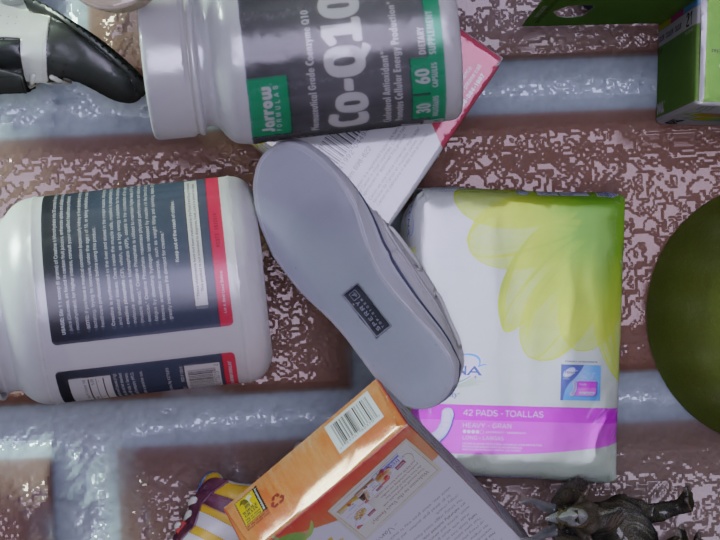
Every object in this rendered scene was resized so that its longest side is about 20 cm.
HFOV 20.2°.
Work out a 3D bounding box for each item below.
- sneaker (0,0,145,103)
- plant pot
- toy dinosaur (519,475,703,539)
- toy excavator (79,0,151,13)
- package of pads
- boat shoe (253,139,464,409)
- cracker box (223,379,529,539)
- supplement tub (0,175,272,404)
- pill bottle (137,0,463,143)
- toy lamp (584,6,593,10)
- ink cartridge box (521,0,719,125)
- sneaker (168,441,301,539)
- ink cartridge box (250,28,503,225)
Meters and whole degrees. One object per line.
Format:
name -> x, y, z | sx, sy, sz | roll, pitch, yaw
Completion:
sneaker -> -0.243, -0.149, 1.396 | 0.199, 0.074, 0.089 | 28, 87, 8
plant pot -> 0.301, 0.028, 1.350 | 0.186, 0.200, 0.188 | 0, 88, -3
toy dinosaur -> 0.184, 0.202, 1.398 | 0.102, 0.077, 0.201 | -7, 134, 19
toy excavator -> -0.112, -0.278, 1.238 | 0.199, 0.100, 0.195 | -22, 92, 6
package of pads -> 0.101, 0.044, 1.407 | 0.153, 0.068, 0.201 | 3, 89, -4
boat shoe -> 0.000, 0.000, 1.339 | 0.073, 0.065, 0.201 | -29, 95, 21
cracker box -> 0.022, 0.180, 1.345 | 0.134, 0.058, 0.200 | -40, 129, 3
supplement tub -> -0.163, 0.015, 1.358 | 0.199, 0.140, 0.141 | -6, 89, -3
pill bottle -> -0.038, -0.141, 1.298 | 0.199, 0.113, 0.114 | -7, 89, -2
toy lamp -> 0.226, -0.260, 1.426 | 0.200, 0.058, 0.058 | -42, 91, -3
ink cartridge box -> 0.215, -0.141, 1.377 | 0.199, 0.148, 0.076 | 1, 90, -2
sneaker -> -0.108, 0.191, 1.397 | 0.199, 0.075, 0.091 | -23, 82, -9
ink cartridge box -> -0.026, -0.140, 1.397 | 0.200, 0.083, 0.146 | 36, 88, -2
